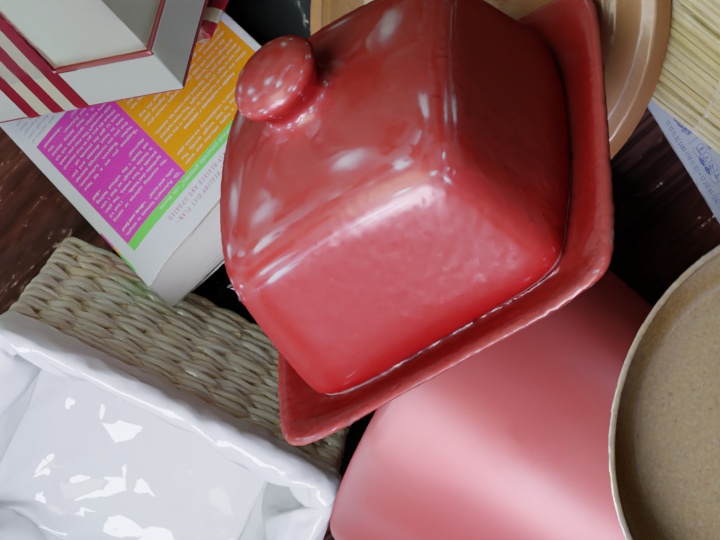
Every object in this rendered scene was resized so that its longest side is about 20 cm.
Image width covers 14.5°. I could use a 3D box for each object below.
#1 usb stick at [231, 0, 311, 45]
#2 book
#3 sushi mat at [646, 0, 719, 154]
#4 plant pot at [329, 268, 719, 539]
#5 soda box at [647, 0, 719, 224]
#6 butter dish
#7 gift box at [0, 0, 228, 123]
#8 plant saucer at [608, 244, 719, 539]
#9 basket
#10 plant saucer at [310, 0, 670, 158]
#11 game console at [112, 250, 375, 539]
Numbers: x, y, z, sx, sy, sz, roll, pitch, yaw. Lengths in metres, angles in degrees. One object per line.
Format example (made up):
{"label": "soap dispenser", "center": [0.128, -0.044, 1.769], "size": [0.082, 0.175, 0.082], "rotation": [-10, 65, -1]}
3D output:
{"label": "usb stick", "center": [-0.069, -0.198, 1.567], "size": [0.055, 0.033, 0.201], "rotation": [-33, 77, 29]}
{"label": "book", "center": [-0.112, -0.085, 1.533], "size": [0.134, 0.048, 0.200], "rotation": [-45, 48, 0]}
{"label": "sushi mat", "center": [0.214, -0.080, 1.348], "size": [0.200, 0.012, 0.096], "rotation": [41, 112, 20]}
{"label": "plant pot", "center": [0.109, 0.100, 1.405], "size": [0.177, 0.200, 0.201], "rotation": [33, 110, 13]}
{"label": "soda box", "center": [0.166, -0.122, 1.415], "size": [0.068, 0.063, 0.200], "rotation": [-38, 75, 25]}
{"label": "butter dish", "center": [0.003, -0.053, 1.306], "size": [0.199, 0.148, 0.201], "rotation": [-31, 39, 29]}
{"label": "gift box", "center": [-0.165, -0.197, 1.489], "size": [0.184, 0.187, 0.201], "rotation": [-3, 55, 34]}
{"label": "plant saucer", "center": [0.198, 0.074, 1.304], "size": [0.035, 0.199, 0.201], "rotation": [-165, 74, -70]}
{"label": "basket", "center": [-0.127, 0.119, 1.483], "size": [0.199, 0.161, 0.199], "rotation": [25, 111, -3]}
{"label": "plant saucer", "center": [0.058, -0.128, 1.410], "size": [0.200, 0.032, 0.201], "rotation": [1, 91, 33]}
{"label": "game console", "center": [-0.088, 0.076, 1.611], "size": [0.175, 0.116, 0.200], "rotation": [29, 112, -6]}
